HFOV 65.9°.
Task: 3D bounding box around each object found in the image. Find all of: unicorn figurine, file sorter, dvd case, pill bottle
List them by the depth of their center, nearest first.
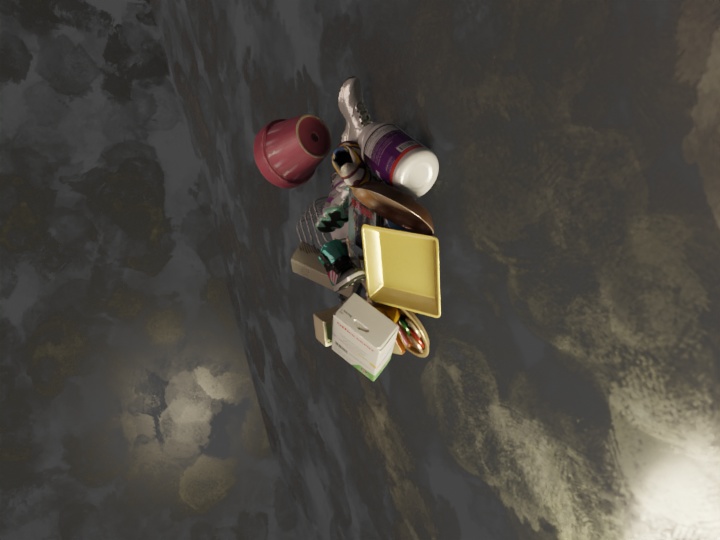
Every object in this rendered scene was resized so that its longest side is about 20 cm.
[{"bbox_3d":[0.075,-0.248,1.210,0.200,0.111,0.114,49,144,43],"label":"pill bottle"},{"bbox_3d":[0.010,-0.147,1.356,0.146,0.022,0.204,40,134,52],"label":"dvd case"},{"bbox_3d":[0.000,0.000,1.472,0.201,0.073,0.139,54,156,39],"label":"unicorn figurine"},{"bbox_3d":[-0.094,-0.123,1.612,0.200,0.123,0.141,-34,73,64],"label":"file sorter"}]

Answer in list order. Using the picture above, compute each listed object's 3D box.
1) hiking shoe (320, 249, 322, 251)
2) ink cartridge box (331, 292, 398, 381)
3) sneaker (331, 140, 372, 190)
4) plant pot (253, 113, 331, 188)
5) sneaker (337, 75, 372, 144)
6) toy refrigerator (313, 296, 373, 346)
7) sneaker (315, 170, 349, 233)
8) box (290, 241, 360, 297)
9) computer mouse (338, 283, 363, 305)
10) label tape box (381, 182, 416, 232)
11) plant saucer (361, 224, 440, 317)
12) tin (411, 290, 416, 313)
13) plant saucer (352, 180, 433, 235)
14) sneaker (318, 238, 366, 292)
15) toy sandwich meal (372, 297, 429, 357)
[{"bbox_3d":[-0.147,0.002,1.841,0.200,0.075,0.102,-37,68,62],"label":"hiking shoe"},{"bbox_3d":[0.007,0.166,1.364,0.144,0.084,0.201,35,153,16],"label":"ink cartridge box"},{"bbox_3d":[-0.030,-0.266,1.293,0.090,0.075,0.201,45,-167,-39],"label":"sneaker"},{"bbox_3d":[-0.184,-0.359,1.611,0.178,0.198,0.204,-16,90,48],"label":"plant pot"},{"bbox_3d":[-0.002,-0.374,1.368,0.087,0.074,0.203,28,136,41],"label":"sneaker"},{"bbox_3d":[-0.024,0.136,1.521,0.070,0.197,0.077,28,128,55],"label":"toy refrigerator"},{"bbox_3d":[-0.060,-0.204,1.493,0.200,0.077,0.141,-43,45,14],"label":"sneaker"},{"bbox_3d":[-0.095,-0.001,1.571,0.197,0.069,0.082,24,155,8],"label":"box"},{"bbox_3d":[-0.036,0.059,1.673,0.139,0.052,0.202,53,147,39],"label":"computer mouse"},{"bbox_3d":[0.067,-0.129,1.346,0.200,0.065,0.146,-38,70,64],"label":"label tape box"},{"bbox_3d":[0.103,-0.009,1.276,0.197,0.048,0.203,13,123,32],"label":"plant saucer"},{"bbox_3d":[0.094,0.050,1.421,0.199,0.041,0.114,19,116,60],"label":"tin"},{"bbox_3d":[0.075,-0.138,1.190,0.199,0.199,0.035,19,80,60],"label":"plant saucer"},{"bbox_3d":[-0.048,-0.018,1.368,0.123,0.083,0.200,67,164,0],"label":"sneaker"},{"bbox_3d":[0.088,0.151,1.390,0.205,0.070,0.206,45,159,23],"label":"toy sandwich meal"}]
